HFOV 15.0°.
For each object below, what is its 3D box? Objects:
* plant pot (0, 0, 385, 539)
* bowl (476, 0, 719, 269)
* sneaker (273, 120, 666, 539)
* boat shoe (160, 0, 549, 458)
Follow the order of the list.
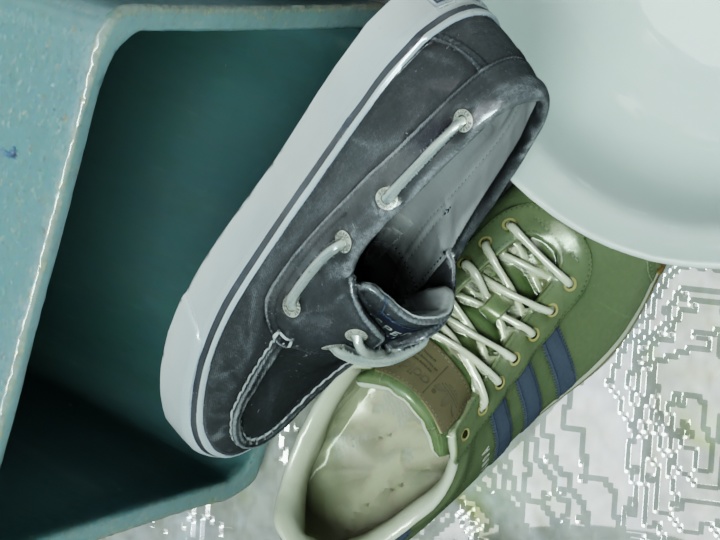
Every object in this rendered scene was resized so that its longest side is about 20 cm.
[{"bbox_3d":[-0.139,-0.034,0.979,0.199,0.195,0.198,24,106,24],"label":"plant pot"},{"bbox_3d":[0.127,-0.107,0.924,0.200,0.090,0.203,3,99,19],"label":"bowl"},{"bbox_3d":[0.039,0.034,0.975,0.067,0.090,0.200,42,108,9],"label":"sneaker"},{"bbox_3d":[0.000,0.000,0.913,0.068,0.072,0.200,49,122,27],"label":"boat shoe"}]
